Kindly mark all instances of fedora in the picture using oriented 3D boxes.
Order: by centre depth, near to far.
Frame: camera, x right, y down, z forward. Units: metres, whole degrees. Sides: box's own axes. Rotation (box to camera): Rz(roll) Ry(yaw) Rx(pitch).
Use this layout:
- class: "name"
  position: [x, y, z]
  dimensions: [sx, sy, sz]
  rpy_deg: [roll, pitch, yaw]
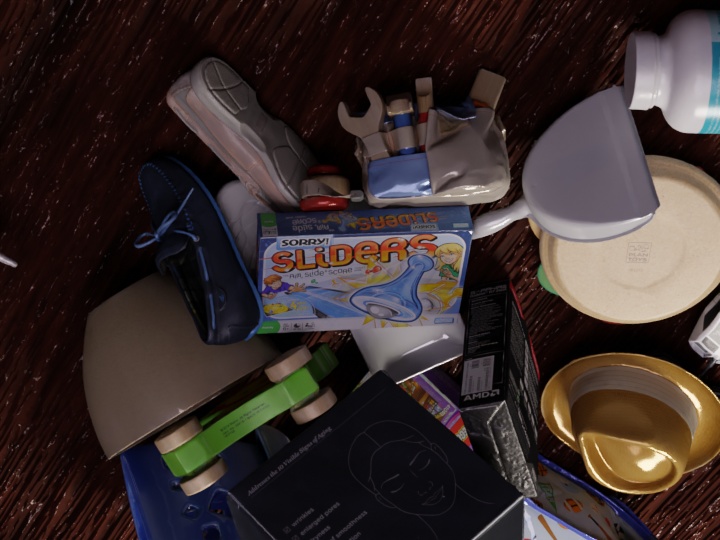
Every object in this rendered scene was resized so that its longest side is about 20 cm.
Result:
- class: "fedora"
  position: [0.280, 0.172, 1.589]
  dimensions: [0.200, 0.082, 0.201]
  rpy_deg: [9, 135, 9]

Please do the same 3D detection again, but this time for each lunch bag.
- class: "lunch bag"
  position: [0.215, 0.319, 1.688]
  dimensions: [0.200, 0.124, 0.170]
  rpy_deg: [31, 118, -9]

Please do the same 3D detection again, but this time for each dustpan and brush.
- class: "dustpan and brush"
  position: [0.177, -0.074, 1.442]
  dimensions: [0.200, 0.140, 0.057]
  rpy_deg: [-20, 158, 19]

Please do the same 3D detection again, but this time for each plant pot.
- class: "plant pot"
  position: [-0.197, 0.079, 1.518]
  dimensions: [0.200, 0.200, 0.135]
  rpy_deg: [-32, 88, 20]
- class: "plant pot"
  position: [-0.133, 0.290, 1.603]
  dimensions: [0.180, 0.200, 0.200]
  rpy_deg: [-15, 141, -14]

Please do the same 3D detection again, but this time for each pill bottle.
- class: "pill bottle"
  position: [0.340, -0.176, 1.364]
  dimensions: [0.200, 0.111, 0.111]
  rpy_deg: [1, 123, 0]

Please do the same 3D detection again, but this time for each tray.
- class: "tray"
  position: [0.028, 0.013, 1.526]
  dimensions: [0.107, 0.022, 0.200]
  rpy_deg: [-24, 110, 3]

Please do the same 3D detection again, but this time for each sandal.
- class: "sandal"
  position: [-0.077, -0.010, 1.518]
  dimensions: [0.203, 0.082, 0.050]
  rpy_deg: [43, 159, -26]

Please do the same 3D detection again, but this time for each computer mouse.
- class: "computer mouse"
  position: [0.378, 0.063, 1.563]
  dimensions: [0.110, 0.044, 0.200]
  rpy_deg: [27, 126, -10]

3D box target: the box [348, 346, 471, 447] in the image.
- class: "box"
  position: [0.034, 0.185, 1.618]
  dimensions: [0.137, 0.039, 0.200]
  rpy_deg: [44, 118, 9]

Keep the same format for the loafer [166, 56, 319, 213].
- class: "loafer"
  position: [-0.102, -0.113, 1.451]
  dimensions: [0.063, 0.072, 0.200]
  rpy_deg: [-26, 113, 37]

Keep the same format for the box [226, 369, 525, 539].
- class: "box"
  position: [0.017, 0.236, 1.435]
  dimensions: [0.200, 0.197, 0.124]
  rpy_deg: [-37, 149, -21]

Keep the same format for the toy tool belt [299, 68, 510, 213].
- class: "toy tool belt"
  position: [0.039, -0.121, 1.423]
  dimensions: [0.200, 0.125, 0.123]
  rpy_deg: [-4, 82, 2]

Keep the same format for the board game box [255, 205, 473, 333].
- class: "board game box"
  position: [0.000, 0.000, 1.455]
  dimensions: [0.200, 0.034, 0.135]
  rpy_deg: [-3, 137, -7]

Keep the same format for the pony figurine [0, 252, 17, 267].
- class: "pony figurine"
  position: [-0.431, -0.073, 1.446]
  dimensions: [0.193, 0.167, 0.200]
  rpy_deg: [-5, 108, -4]

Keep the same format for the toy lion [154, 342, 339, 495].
- class: "toy lion"
  position: [-0.109, 0.136, 1.527]
  dimensions: [0.200, 0.192, 0.069]
  rpy_deg: [-32, 94, -9]

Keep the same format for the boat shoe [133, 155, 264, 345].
- class: "boat shoe"
  position: [-0.161, -0.022, 1.442]
  dimensions: [0.069, 0.200, 0.084]
  rpy_deg: [-20, 157, -35]

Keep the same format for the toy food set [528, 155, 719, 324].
- class: "toy food set"
  position: [0.268, -0.029, 1.501]
  dimensions: [0.200, 0.049, 0.198]
  rpy_deg: [-12, 122, 8]

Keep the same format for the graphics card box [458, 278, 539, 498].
- class: "graphics card box"
  position: [0.139, 0.116, 1.508]
  dimensions: [0.051, 0.200, 0.126]
  rpy_deg: [-12, 123, 14]
